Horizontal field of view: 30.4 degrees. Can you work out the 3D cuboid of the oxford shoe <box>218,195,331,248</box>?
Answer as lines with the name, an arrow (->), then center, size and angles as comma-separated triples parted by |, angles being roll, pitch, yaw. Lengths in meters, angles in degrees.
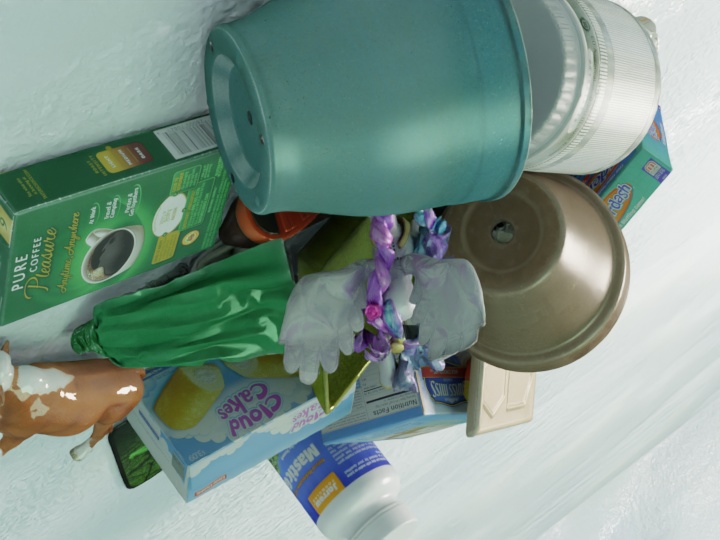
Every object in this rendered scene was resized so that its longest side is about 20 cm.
oxford shoe -> -0.042, -0.075, 1.152 | 0.199, 0.072, 0.072 | -26, -178, -38

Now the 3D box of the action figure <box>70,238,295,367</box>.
action figure -> -0.148, 0.038, 1.108 | 0.197, 0.055, 0.119 | -12, 119, 1

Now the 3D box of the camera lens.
camera lens -> 0.159, -0.166, 1.152 | 0.199, 0.160, 0.160 | -3, 137, -55

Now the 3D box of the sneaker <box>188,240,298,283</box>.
sneaker -> -0.086, 0.018, 1.214 | 0.199, 0.074, 0.116 | -14, 148, -44

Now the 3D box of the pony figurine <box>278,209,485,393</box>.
pony figurine -> 0.025, 0.017, 1.098 | 0.164, 0.195, 0.201 | -5, 148, 9

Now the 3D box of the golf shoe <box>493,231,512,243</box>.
golf shoe -> 0.137, -0.008, 1.511 | 0.198, 0.076, 0.092 | -25, 156, -30

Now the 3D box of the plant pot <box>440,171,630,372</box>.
plant pot -> 0.146, -0.014, 1.232 | 0.200, 0.201, 0.175 | -42, 162, 4

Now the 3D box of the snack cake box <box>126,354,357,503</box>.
snack cake box -> -0.115, 0.124, 1.291 | 0.199, 0.115, 0.068 | -26, 147, -29

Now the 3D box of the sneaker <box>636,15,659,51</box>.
sneaker -> 0.255, -0.226, 1.325 | 0.092, 0.076, 0.200 | -50, 164, 3

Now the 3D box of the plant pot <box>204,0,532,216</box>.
plant pot -> -0.006, -0.125, 0.953 | 0.186, 0.201, 0.201 | -17, 150, -20

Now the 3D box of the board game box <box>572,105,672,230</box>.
board game box -> 0.274, -0.102, 1.459 | 0.153, 0.045, 0.201 | -53, -171, 25

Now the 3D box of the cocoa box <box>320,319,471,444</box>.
cocoa box -> 0.045, 0.111, 1.450 | 0.132, 0.133, 0.199 | -19, 167, 27

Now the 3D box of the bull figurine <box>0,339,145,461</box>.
bull figurine -> -0.269, 0.113, 1.111 | 0.121, 0.066, 0.199 | -44, 151, 28

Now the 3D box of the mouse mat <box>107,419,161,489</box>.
mouse mat -> -0.172, 0.149, 1.394 | 0.199, 0.008, 0.162 | -34, 156, -18

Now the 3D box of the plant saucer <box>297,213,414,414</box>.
plant saucer -> 0.000, 0.000, 1.248 | 0.200, 0.047, 0.201 | -49, 152, -36

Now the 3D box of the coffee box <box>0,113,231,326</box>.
coffee box -> -0.187, -0.042, 0.990 | 0.199, 0.044, 0.124 | -24, 151, -35

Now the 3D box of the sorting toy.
sorting toy -> 0.154, 0.079, 1.446 | 0.199, 0.036, 0.188 | -1, 96, -65

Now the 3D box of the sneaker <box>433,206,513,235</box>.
sneaker -> 0.140, -0.055, 1.377 | 0.199, 0.114, 0.076 | -33, 155, -18

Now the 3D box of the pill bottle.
pill bottle -> -0.024, 0.237, 1.528 | 0.111, 0.200, 0.113 | -32, 155, -17
